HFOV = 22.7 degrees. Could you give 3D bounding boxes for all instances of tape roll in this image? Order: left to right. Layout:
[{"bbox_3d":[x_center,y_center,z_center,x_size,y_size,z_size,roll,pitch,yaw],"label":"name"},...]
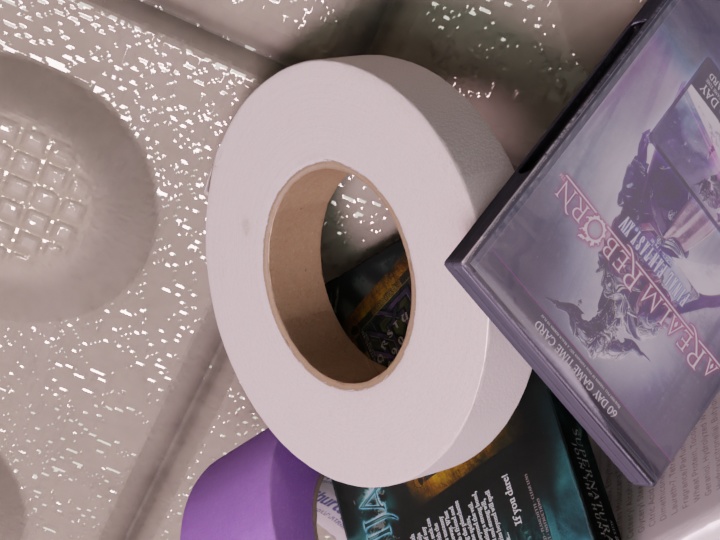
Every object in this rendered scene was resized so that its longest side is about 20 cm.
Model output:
[{"bbox_3d":[-0.001,0.170,0.932,0.066,0.200,0.200,-34,113,27],"label":"tape roll"},{"bbox_3d":[0.000,0.000,0.838,0.203,0.037,0.203,14,109,47],"label":"tape roll"}]

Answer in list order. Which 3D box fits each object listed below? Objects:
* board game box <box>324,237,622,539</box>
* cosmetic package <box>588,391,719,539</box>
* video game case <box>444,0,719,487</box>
[{"bbox_3d":[0.042,0.077,0.874,0.135,0.200,0.028,-30,150,29],"label":"board game box"},{"bbox_3d":[0.186,0.141,0.903,0.200,0.165,0.165,-33,113,27],"label":"cosmetic package"},{"bbox_3d":[0.138,-0.026,0.796,0.143,0.200,0.019,48,155,-22],"label":"video game case"}]
